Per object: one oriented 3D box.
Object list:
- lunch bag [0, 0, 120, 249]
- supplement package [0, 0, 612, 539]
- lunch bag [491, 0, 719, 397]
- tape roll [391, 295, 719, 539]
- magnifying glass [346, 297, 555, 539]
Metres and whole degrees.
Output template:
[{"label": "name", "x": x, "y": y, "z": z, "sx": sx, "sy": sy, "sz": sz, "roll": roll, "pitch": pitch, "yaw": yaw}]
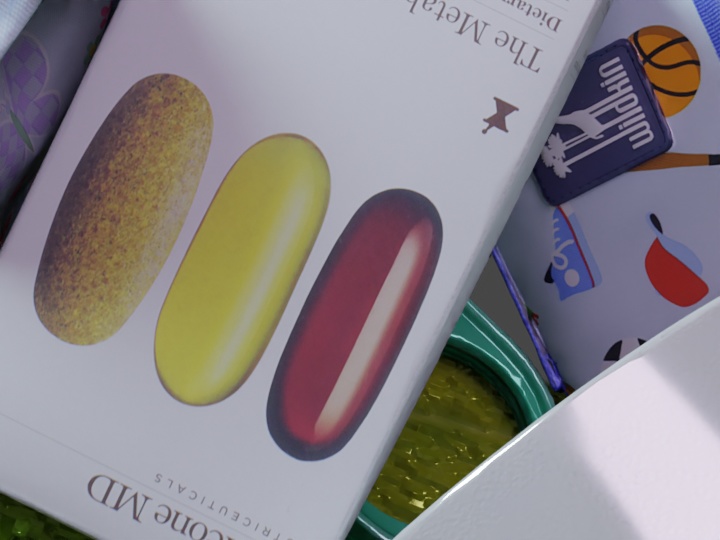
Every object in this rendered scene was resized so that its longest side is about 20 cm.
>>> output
[{"label": "lunch bag", "x": -0.150, "y": -0.081, "z": 0.771, "sx": 0.169, "sy": 0.200, "sz": 0.127, "roll": 33, "pitch": 57, "yaw": 4}, {"label": "supplement package", "x": -0.019, "y": -0.022, "z": 0.774, "sx": 0.113, "sy": 0.110, "sz": 0.200, "roll": 25, "pitch": 92, "yaw": 2}, {"label": "lunch bag", "x": 0.120, "y": -0.064, "z": 0.872, "sx": 0.200, "sy": 0.124, "sz": 0.170, "roll": -25, "pitch": 85, "yaw": 0}, {"label": "tape roll", "x": 0.090, "y": 0.109, "z": 0.735, "sx": 0.202, "sy": 0.203, "sz": 0.139, "roll": -29, "pitch": 73, "yaw": -29}, {"label": "magnifying glass", "x": 0.000, "y": 0.000, "z": 0.877, "sx": 0.079, "sy": 0.022, "sz": 0.200, "roll": -12, "pitch": 64, "yaw": -23}]
